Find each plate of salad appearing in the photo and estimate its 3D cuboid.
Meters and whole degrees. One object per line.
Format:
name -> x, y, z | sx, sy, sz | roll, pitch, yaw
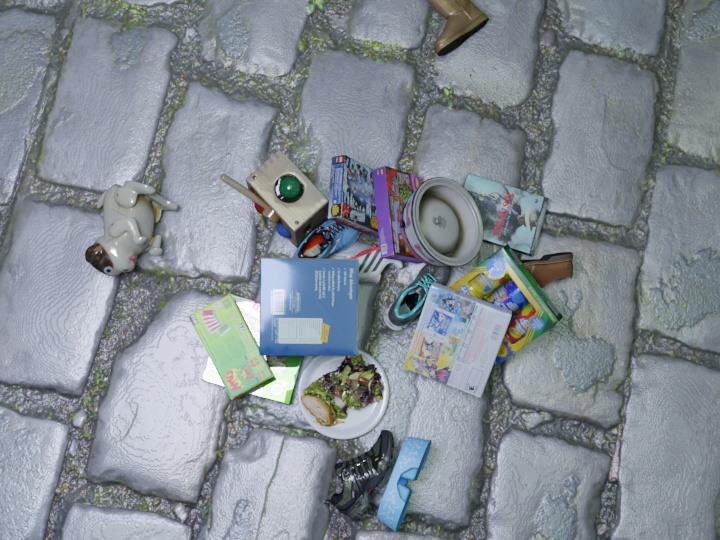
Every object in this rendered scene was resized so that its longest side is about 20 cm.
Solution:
plate of salad -> -0.037, 0.263, 1.707 | 0.199, 0.048, 0.201 | 1, 78, -3

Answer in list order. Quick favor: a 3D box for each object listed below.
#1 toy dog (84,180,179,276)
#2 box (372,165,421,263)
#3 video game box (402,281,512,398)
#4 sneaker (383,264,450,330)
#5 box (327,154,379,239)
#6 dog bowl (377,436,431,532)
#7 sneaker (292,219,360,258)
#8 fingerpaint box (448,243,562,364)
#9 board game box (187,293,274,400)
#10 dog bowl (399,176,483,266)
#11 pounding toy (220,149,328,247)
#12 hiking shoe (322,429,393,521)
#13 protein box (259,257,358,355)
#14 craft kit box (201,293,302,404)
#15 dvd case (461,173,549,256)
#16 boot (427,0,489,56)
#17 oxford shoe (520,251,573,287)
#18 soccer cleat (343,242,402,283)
toy dog -> -0.518, -0.086, 1.707 | 0.193, 0.140, 0.201 | 14, 78, 13
box -> 0.091, -0.121, 1.752 | 0.039, 0.137, 0.201 | -13, 77, 37
video game box -> 0.207, 0.149, 1.694 | 0.181, 0.047, 0.201 | 20, 105, 7
sneaker -> 0.134, 0.049, 1.738 | 0.077, 0.091, 0.200 | 39, 79, 4
box -> 0.006, -0.157, 1.727 | 0.040, 0.200, 0.138 | -4, 77, 35
dog bowl -> 0.090, 0.442, 1.651 | 0.049, 0.112, 0.201 | 19, 78, 14
sneaker -> -0.066, -0.072, 1.751 | 0.078, 0.090, 0.200 | 45, 77, 6
fingerpaint box -> 0.310, 0.073, 1.716 | 0.167, 0.073, 0.200 | -38, 82, 21
board game box -> -0.273, 0.162, 1.672 | 0.101, 0.048, 0.201 | -28, 81, -8
dog bowl -> 0.171, -0.098, 1.722 | 0.199, 0.074, 0.201 | 10, 71, -32
pounding toy -> -0.181, -0.155, 1.705 | 0.142, 0.200, 0.184 | -43, 84, -10
hiking shoe -> -0.001, 0.420, 1.663 | 0.100, 0.076, 0.201 | 27, 79, -1
protein box -> -0.105, 0.075, 1.640 | 0.199, 0.135, 0.200 | 1, 88, -3
craft kit box -> -0.222, 0.172, 1.719 | 0.199, 0.049, 0.199 | 15, 81, 0
dvd case -> 0.322, -0.129, 1.820 | 0.199, 0.022, 0.147 | 18, 78, 0
boot -> 0.187, -0.631, 1.894 | 0.175, 0.066, 0.200 | -38, 84, -22
oxford shoe -> 0.384, 0.008, 1.774 | 0.199, 0.071, 0.072 | -8, 98, 1
soccer cleat -> 0.000, 0.000, 1.754 | 0.199, 0.069, 0.086 | -27, 90, -8
